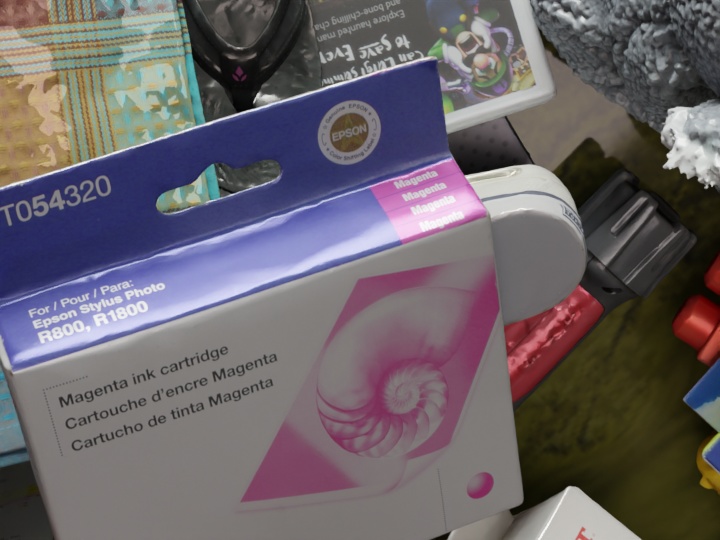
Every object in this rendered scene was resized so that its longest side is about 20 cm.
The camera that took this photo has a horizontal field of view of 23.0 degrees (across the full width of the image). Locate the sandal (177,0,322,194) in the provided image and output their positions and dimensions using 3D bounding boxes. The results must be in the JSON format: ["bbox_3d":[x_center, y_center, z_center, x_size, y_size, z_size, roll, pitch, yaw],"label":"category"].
[{"bbox_3d":[-0.054,-0.132,0.744,0.075,0.048,0.202,0,90,2],"label":"sandal"}]

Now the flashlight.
[{"bbox_3d":[0.071,0.040,0.834,0.068,0.068,0.200,36,103,-32],"label":"flashlight"}]

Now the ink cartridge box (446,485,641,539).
[{"bbox_3d":[0.098,0.204,0.821,0.200,0.125,0.129,39,63,-3],"label":"ink cartridge box"}]

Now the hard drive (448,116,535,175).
[{"bbox_3d":[-0.020,-0.024,0.825,0.199,0.042,0.135,-32,105,4],"label":"hard drive"}]

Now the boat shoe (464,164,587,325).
[{"bbox_3d":[0.000,0.000,0.777,0.199,0.070,0.071,-19,118,11],"label":"boat shoe"}]

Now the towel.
[{"bbox_3d":[-0.126,-0.025,0.706,0.146,0.022,0.202,-12,97,-20],"label":"towel"}]

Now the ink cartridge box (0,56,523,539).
[{"bbox_3d":[-0.037,0.039,0.697,0.195,0.043,0.201,-19,122,-14],"label":"ink cartridge box"}]

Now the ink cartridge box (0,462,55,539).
[{"bbox_3d":[-0.182,0.181,0.787,0.144,0.200,0.146,-13,108,0],"label":"ink cartridge box"}]

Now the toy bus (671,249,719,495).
[{"bbox_3d":[0.225,0.080,0.836,0.191,0.136,0.201,29,104,2],"label":"toy bus"}]

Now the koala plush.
[{"bbox_3d":[0.159,-0.106,0.687,0.183,0.200,0.178,27,103,-10],"label":"koala plush"}]

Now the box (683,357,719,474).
[{"bbox_3d":[0.241,0.085,0.745,0.200,0.048,0.122,44,110,13],"label":"box"}]

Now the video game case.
[{"bbox_3d":[-0.034,-0.133,0.779,0.199,0.023,0.183,-17,89,2],"label":"video game case"}]
